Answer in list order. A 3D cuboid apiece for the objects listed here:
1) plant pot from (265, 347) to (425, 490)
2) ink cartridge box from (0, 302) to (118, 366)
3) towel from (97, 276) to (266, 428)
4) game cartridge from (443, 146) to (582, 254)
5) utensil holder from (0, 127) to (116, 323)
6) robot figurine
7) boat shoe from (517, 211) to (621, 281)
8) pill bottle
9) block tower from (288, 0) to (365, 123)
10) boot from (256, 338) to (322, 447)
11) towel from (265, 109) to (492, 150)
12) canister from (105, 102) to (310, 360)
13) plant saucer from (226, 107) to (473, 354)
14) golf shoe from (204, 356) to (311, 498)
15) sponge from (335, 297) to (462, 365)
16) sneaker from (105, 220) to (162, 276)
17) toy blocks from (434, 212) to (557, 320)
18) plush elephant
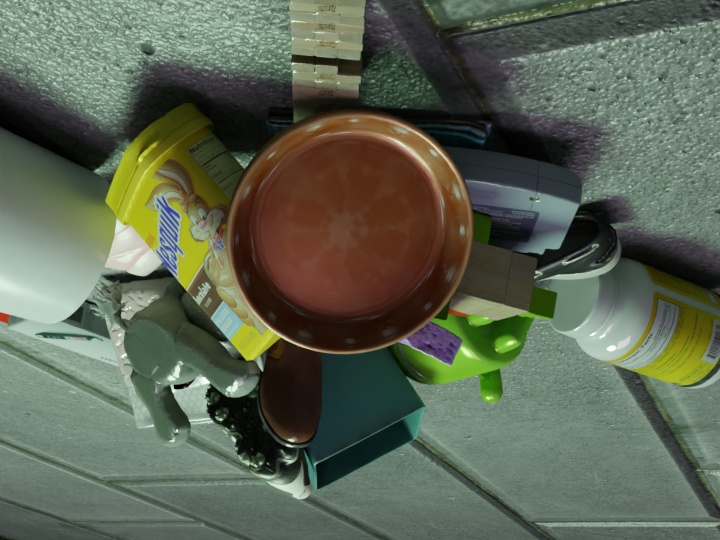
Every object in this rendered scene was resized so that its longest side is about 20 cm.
[{"bbox_3d":[-0.036,0.126,1.259,0.140,0.201,0.142,-26,160,-12],"label":"plant pot"},{"bbox_3d":[-0.394,0.092,1.473,0.199,0.044,0.173,26,148,-38],"label":"ink cartridge box"},{"bbox_3d":[-0.213,0.099,1.307,0.198,0.193,0.032,-7,-165,19],"label":"towel"},{"bbox_3d":[0.095,-0.065,0.970,0.198,0.042,0.133,7,153,1],"label":"game cartridge"},{"bbox_3d":[-0.352,-0.052,0.987,0.169,0.171,0.199,-17,149,41],"label":"utensil holder"},{"bbox_3d":[0.108,0.065,1.212,0.175,0.116,0.199,43,144,-19],"label":"robot figurine"},{"bbox_3d":[0.161,-0.014,1.080,0.198,0.074,0.060,-10,152,24],"label":"boat shoe"},{"bbox_3d":[0.302,0.052,1.148,0.199,0.113,0.112,19,153,-27],"label":"pill bottle"},{"bbox_3d":[-0.023,-0.173,0.785,0.053,0.058,0.200,5,155,-1],"label":"block tower"},{"bbox_3d":[-0.052,0.052,1.067,0.068,0.189,0.201,12,137,-7],"label":"boot"},{"bbox_3d":[0.018,-0.099,0.983,0.198,0.022,0.147,4,155,5],"label":"towel"},{"bbox_3d":[-0.125,-0.029,0.954,0.200,0.086,0.149,49,148,3],"label":"canister"},{"bbox_3d":[-0.009,-0.031,0.852,0.199,0.202,0.032,12,-163,-15],"label":"plant saucer"},{"bbox_3d":[-0.117,0.180,1.209,0.077,0.200,0.088,-33,131,-2],"label":"golf shoe"},{"bbox_3d":[0.027,0.046,0.997,0.111,0.030,0.200,24,178,-4],"label":"sponge"},{"bbox_3d":[-0.280,-0.026,1.139,0.199,0.076,0.105,-15,144,31],"label":"sneaker"},{"bbox_3d":[0.067,0.005,1.003,0.198,0.101,0.137,14,168,-13],"label":"toy blocks"},{"bbox_3d":[-0.190,0.069,1.193,0.200,0.155,0.165,46,123,4],"label":"plush elephant"}]
